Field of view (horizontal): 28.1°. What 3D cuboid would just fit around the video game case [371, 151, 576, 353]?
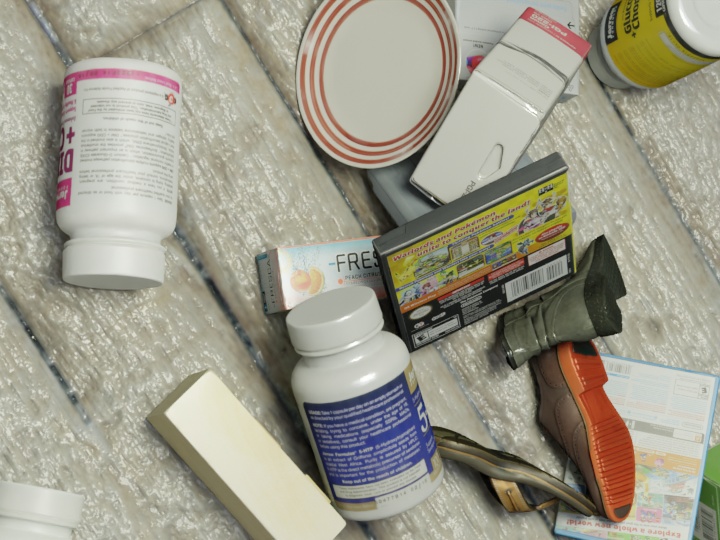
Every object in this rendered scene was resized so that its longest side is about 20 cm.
[{"bbox_3d":[0.117,-0.013,1.410,0.199,0.181,0.026,-25,55,-6],"label":"video game case"}]

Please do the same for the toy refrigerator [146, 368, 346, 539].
[{"bbox_3d":[-0.108,0.189,1.376,0.070,0.076,0.200,-43,98,-22],"label":"toy refrigerator"}]

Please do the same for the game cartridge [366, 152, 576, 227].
[{"bbox_3d":[0.120,-0.073,1.482,0.198,0.042,0.133,-7,39,-30],"label":"game cartridge"}]

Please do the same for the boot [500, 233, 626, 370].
[{"bbox_3d":[0.208,0.030,1.521,0.130,0.200,0.068,-20,106,20],"label":"boot"}]

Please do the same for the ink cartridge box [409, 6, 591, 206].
[{"bbox_3d":[0.142,-0.157,1.435,0.084,0.146,0.200,32,35,2],"label":"ink cartridge box"}]

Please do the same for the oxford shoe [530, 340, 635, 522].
[{"bbox_3d":[0.234,0.169,1.518,0.071,0.072,0.202,-1,73,-47],"label":"oxford shoe"}]

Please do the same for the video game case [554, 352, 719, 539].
[{"bbox_3d":[0.295,0.197,1.532,0.142,0.018,0.202,11,75,13],"label":"video game case"}]

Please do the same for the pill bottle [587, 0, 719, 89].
[{"bbox_3d":[0.329,-0.261,1.556,0.111,0.200,0.113,4,80,-21],"label":"pill bottle"}]

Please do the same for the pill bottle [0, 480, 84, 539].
[{"bbox_3d":[-0.302,0.291,1.262,0.111,0.112,0.202,13,77,-20],"label":"pill bottle"}]

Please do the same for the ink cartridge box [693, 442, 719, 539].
[{"bbox_3d":[0.452,0.223,1.585,0.199,0.059,0.105,-25,121,-23],"label":"ink cartridge box"}]

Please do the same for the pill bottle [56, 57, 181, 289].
[{"bbox_3d":[-0.227,-0.088,1.351,0.112,0.113,0.202,5,80,-21],"label":"pill bottle"}]

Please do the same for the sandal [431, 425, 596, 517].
[{"bbox_3d":[0.147,0.217,1.477,0.199,0.082,0.055,22,91,-19],"label":"sandal"}]

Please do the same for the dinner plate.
[{"bbox_3d":[0.020,-0.202,1.445,0.024,0.199,0.202,7,77,-54],"label":"dinner plate"}]

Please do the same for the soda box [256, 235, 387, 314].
[{"bbox_3d":[0.000,0.000,1.453,0.198,0.068,0.064,-6,87,-24],"label":"soda box"}]

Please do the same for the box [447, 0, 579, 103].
[{"bbox_3d":[0.166,-0.294,1.583,0.154,0.041,0.202,4,79,-21],"label":"box"}]

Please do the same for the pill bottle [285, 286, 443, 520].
[{"bbox_3d":[-0.001,0.125,1.379,0.119,0.119,0.202,-25,109,-23],"label":"pill bottle"}]
